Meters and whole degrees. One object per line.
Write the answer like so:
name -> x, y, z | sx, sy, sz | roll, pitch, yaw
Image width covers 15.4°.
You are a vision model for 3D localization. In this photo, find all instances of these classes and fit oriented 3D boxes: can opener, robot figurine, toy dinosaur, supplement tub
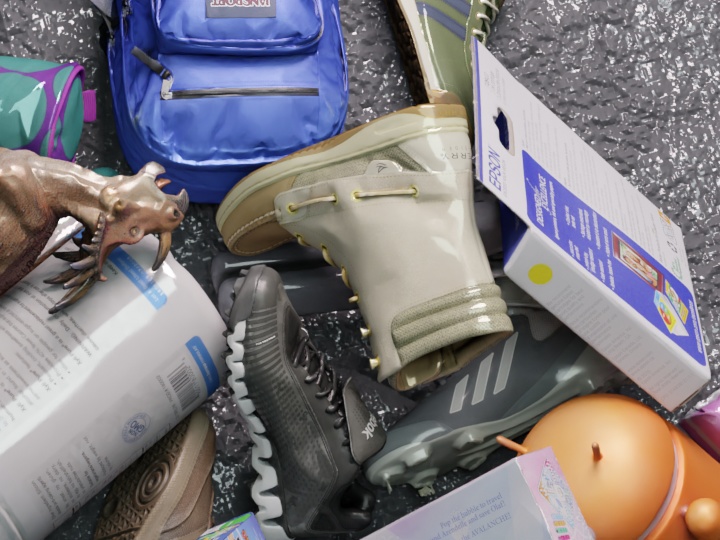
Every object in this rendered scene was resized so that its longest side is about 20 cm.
can opener -> 0.005, -0.013, 1.708 | 0.199, 0.067, 0.053 | -7, 44, -10
robot figurine -> 0.169, 0.150, 1.652 | 0.117, 0.200, 0.144 | -40, 40, 14
toy dinosaur -> -0.215, -0.021, 1.579 | 0.136, 0.200, 0.086 | 55, 31, -14
supplement tub -> -0.187, 0.073, 1.627 | 0.200, 0.132, 0.132 | -39, 85, -16

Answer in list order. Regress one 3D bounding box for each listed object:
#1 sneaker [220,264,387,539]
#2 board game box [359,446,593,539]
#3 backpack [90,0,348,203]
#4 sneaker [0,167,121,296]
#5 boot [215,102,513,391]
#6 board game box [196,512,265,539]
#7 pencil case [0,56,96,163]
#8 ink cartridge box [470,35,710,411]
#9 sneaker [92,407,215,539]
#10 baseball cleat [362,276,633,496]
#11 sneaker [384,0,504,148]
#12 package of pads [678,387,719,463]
sneaker -> -0.030, 0.083, 1.627 | 0.090, 0.201, 0.067 | 1, 31, 14
board game box -> 0.075, 0.236, 1.606 | 0.043, 0.200, 0.200 | -15, 77, -52
backpack -> -0.089, -0.149, 1.682 | 0.162, 0.168, 0.201 | -2, 78, -3
sneaker -> -0.237, -0.019, 1.672 | 0.200, 0.071, 0.080 | -35, 78, -22
boot -> 0.000, 0.000, 1.616 | 0.072, 0.200, 0.155 | -2, 74, -49
board game box -> -0.058, 0.257, 1.581 | 0.034, 0.135, 0.201 | -23, 94, 20
pencil case -> -0.271, -0.102, 1.658 | 0.199, 0.092, 0.085 | 8, 106, 7
ink cartridge box -> 0.128, -0.030, 1.655 | 0.200, 0.198, 0.047 | 38, 114, -18
sneaker -> -0.124, 0.185, 1.653 | 0.075, 0.070, 0.201 | 34, 66, -29
baseball cleat -> 0.077, 0.068, 1.715 | 0.199, 0.070, 0.107 | -21, 67, -19
sneaker -> 0.064, -0.177, 1.763 | 0.090, 0.067, 0.201 | -15, 76, -7
package of pads -> 0.318, 0.124, 1.728 | 0.200, 0.076, 0.121 | 45, 75, 3
